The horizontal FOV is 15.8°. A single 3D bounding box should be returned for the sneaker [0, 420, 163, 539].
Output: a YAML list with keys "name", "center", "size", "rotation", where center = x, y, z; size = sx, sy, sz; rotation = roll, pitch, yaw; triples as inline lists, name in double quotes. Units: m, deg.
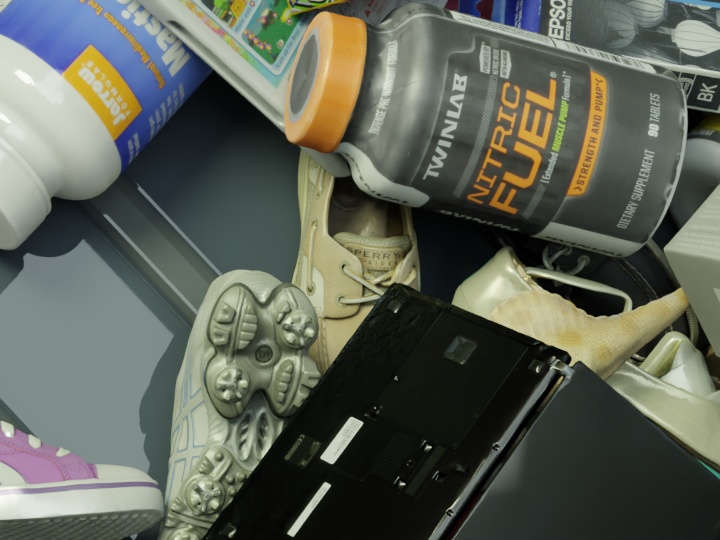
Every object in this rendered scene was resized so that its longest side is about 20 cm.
- name: "sneaker"
  center: [-0.201, 0.084, 1.345]
  size: [0.199, 0.073, 0.115]
  rotation: [2, 69, -5]

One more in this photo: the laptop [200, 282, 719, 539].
- name: "laptop"
  center: [0.055, 0.128, 1.301]
  size: [0.178, 0.199, 0.103]
  rotation: [-53, 137, -17]

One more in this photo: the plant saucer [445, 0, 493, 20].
- name: "plant saucer"
  center: [0.077, -0.214, 1.524]
  size: [0.199, 0.051, 0.202]
  rotation: [4, 74, -13]

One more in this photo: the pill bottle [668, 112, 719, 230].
- name: "pill bottle"
  center: [0.277, -0.084, 1.508]
  size: [0.200, 0.112, 0.112]
  rotation: [-41, 88, -22]

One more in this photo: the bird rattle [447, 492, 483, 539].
- name: "bird rattle"
  center: [0.037, 0.218, 1.361]
  size: [0.200, 0.112, 0.164]
  rotation: [-38, 126, -22]

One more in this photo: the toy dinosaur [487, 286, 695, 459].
- name: "toy dinosaur"
  center: [0.110, 0.056, 1.350]
  size: [0.199, 0.058, 0.102]
  rotation: [-17, 84, -7]

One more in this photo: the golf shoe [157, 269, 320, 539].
- name: "golf shoe"
  center: [-0.070, 0.096, 1.387]
  size: [0.078, 0.097, 0.201]
  rotation: [11, 99, -19]

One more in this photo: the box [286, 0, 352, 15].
- name: "box"
  center: [0.043, -0.203, 1.402]
  size: [0.200, 0.070, 0.065]
  rotation: [-27, 103, -36]

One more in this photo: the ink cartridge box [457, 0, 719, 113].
- name: "ink cartridge box"
  center: [0.154, -0.143, 1.447]
  size: [0.199, 0.039, 0.100]
  rotation: [8, 54, -3]

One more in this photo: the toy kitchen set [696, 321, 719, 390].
- name: "toy kitchen set"
  center: [0.287, 0.113, 1.428]
  size: [0.199, 0.163, 0.181]
  rotation: [19, 71, -9]

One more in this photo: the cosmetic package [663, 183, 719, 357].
- name: "cosmetic package"
  center: [0.266, -0.041, 1.368]
  size: [0.200, 0.107, 0.090]
  rotation: [-44, 122, -24]

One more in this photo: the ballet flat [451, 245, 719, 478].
- name: "ballet flat"
  center: [0.145, 0.050, 1.412]
  size: [0.199, 0.069, 0.070]
  rotation: [30, 69, -6]

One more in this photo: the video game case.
- name: "video game case"
  center: [-0.028, -0.183, 1.406]
  size: [0.182, 0.024, 0.201]
  rotation: [41, 62, -26]

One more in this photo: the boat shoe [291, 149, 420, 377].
- name: "boat shoe"
  center: [0.000, 0.000, 1.435]
  size: [0.072, 0.065, 0.201]
  rotation: [3, 74, -14]

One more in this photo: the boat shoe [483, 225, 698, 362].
- name: "boat shoe"
  center: [0.104, -0.014, 1.453]
  size: [0.200, 0.073, 0.063]
  rotation: [46, 39, 5]

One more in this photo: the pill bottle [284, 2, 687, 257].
- name: "pill bottle"
  center: [0.063, -0.078, 1.366]
  size: [0.199, 0.106, 0.107]
  rotation: [13, 72, -15]

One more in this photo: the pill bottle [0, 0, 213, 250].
- name: "pill bottle"
  center: [-0.152, -0.110, 1.400]
  size: [0.112, 0.112, 0.200]
  rotation: [40, 68, -1]

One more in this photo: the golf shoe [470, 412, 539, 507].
- name: "golf shoe"
  center: [0.052, 0.112, 1.421]
  size: [0.199, 0.092, 0.073]
  rotation: [-14, 45, -35]
